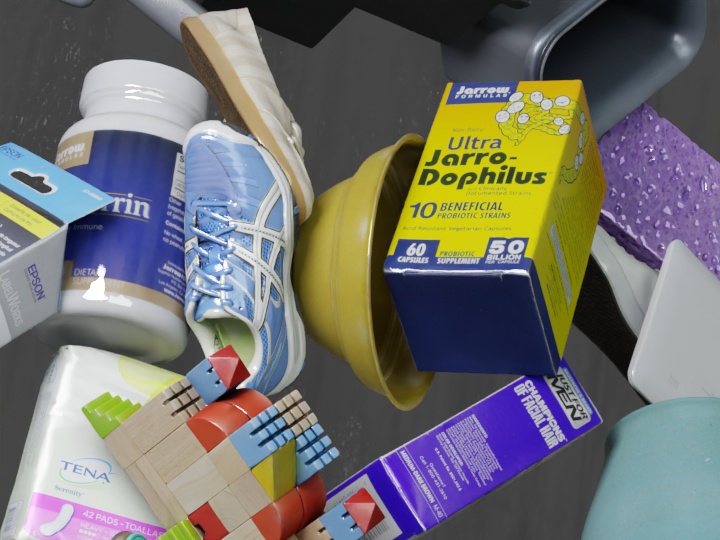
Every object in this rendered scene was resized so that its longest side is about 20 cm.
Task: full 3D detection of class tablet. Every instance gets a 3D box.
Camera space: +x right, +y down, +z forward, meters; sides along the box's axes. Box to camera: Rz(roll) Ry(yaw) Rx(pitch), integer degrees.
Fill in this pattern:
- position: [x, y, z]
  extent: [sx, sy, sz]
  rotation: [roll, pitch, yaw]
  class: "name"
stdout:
- position: [0.281, 0.081, 1.649]
  extent: [0.200, 0.014, 0.130]
  rotation: [41, 58, -34]
  class: "tablet"

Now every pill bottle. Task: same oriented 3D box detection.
- position: [-0.166, -0.041, 1.521]
  extent: [0.115, 0.116, 0.201]
  rotation: [13, 65, -15]
  class: "pill bottle"

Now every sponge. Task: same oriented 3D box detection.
- position: [0.266, -0.040, 1.731]
  extent: [0.200, 0.030, 0.112]
  rotation: [39, 62, -3]
  class: "sponge"

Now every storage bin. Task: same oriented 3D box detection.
- position: [0.162, -0.191, 1.696]
  extent: [0.200, 0.146, 0.134]
  rotation: [-37, 50, -27]
  class: "storage bin"

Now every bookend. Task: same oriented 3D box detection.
- position: [0.005, -0.237, 1.623]
  extent: [0.199, 0.199, 0.092]
  rotation: [21, 64, -18]
  class: "bookend"

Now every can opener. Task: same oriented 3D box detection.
- position: [-0.171, -0.199, 1.627]
  extent: [0.200, 0.053, 0.067]
  rotation: [39, 94, -3]
  class: "can opener"

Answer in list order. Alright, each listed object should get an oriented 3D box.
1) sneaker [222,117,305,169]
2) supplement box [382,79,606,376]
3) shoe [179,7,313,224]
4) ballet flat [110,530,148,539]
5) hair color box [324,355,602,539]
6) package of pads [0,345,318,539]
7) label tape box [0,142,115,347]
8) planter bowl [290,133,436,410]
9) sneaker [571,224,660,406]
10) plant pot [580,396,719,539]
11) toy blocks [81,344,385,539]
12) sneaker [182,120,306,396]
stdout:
- position: [-0.070, -0.041, 1.577]
  extent: [0.077, 0.080, 0.201]
  rotation: [9, 67, -17]
  class: "sneaker"
- position: [0.102, -0.033, 1.552]
  extent: [0.108, 0.110, 0.200]
  rotation: [1, 46, 20]
  class: "supplement box"
- position: [-0.072, -0.117, 1.542]
  extent: [0.053, 0.070, 0.200]
  rotation: [-18, 58, -16]
  class: "shoe"
- position: [-0.145, 0.272, 1.414]
  extent: [0.068, 0.068, 0.201]
  rotation: [-34, 106, -63]
  class: "ballet flat"
- position: [0.068, 0.139, 1.518]
  extent: [0.200, 0.109, 0.065]
  rotation: [-28, 82, -41]
  class: "hair color box"
- position: [-0.138, 0.148, 1.485]
  extent: [0.199, 0.068, 0.155]
  rotation: [18, 65, -14]
  class: "package of pads"
- position: [-0.278, -0.001, 1.450]
  extent: [0.200, 0.066, 0.143]
  rotation: [-32, 39, -29]
  class: "label tape box"
- position: [0.000, 0.000, 1.560]
  extent: [0.083, 0.200, 0.201]
  rotation: [2, 65, 18]
  class: "planter bowl"
- position: [0.213, 0.020, 1.671]
  extent: [0.085, 0.073, 0.200]
  rotation: [-40, 97, -34]
  class: "sneaker"
- position: [0.247, 0.204, 1.549]
  extent: [0.199, 0.200, 0.188]
  rotation: [13, 53, -16]
  class: "plant pot"
- position: [-0.074, 0.132, 1.385]
  extent: [0.200, 0.137, 0.100]
  rotation: [54, 40, 4]
  class: "toy blocks"
- position: [-0.084, -0.004, 1.464]
  extent: [0.077, 0.075, 0.201]
  rotation: [-36, 116, -62]
  class: "sneaker"
